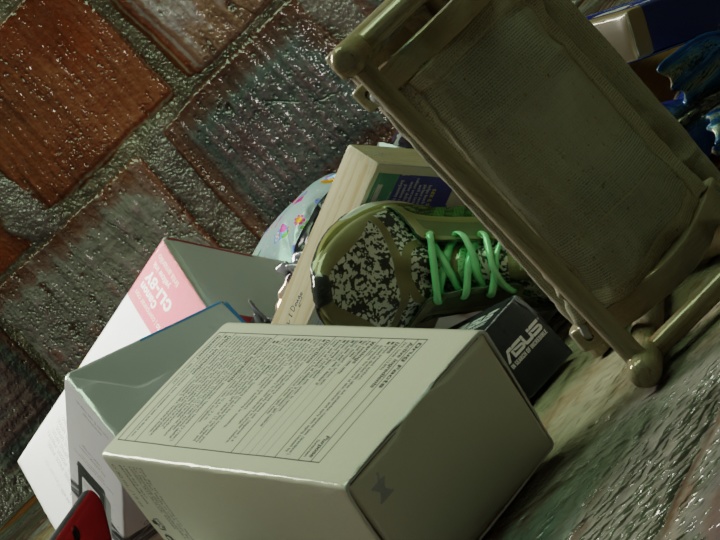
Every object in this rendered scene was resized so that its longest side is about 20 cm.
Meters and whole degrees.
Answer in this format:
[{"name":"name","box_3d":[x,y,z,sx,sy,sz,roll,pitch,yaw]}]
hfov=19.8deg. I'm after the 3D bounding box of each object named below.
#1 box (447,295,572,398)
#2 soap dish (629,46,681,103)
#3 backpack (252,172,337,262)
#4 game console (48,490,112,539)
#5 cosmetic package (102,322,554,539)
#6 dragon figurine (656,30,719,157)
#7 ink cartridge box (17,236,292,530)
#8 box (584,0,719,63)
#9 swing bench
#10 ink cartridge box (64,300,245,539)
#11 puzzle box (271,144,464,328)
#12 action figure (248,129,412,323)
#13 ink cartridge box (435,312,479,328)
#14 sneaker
[{"name":"box","box_3d":[0.011,0.099,1.111,0.160,0.044,0.200,-46,5,-23]},{"name":"soap dish","box_3d":[0.150,-0.076,1.288,0.157,0.081,0.200,-39,7,40]},{"name":"backpack","box_3d":[-0.030,-0.004,1.889,0.167,0.127,0.200,-50,4,-30]},{"name":"game console","box_3d":[-0.176,0.231,1.051,0.172,0.119,0.200,-42,4,10]},{"name":"cosmetic package","box_3d":[-0.019,0.083,0.954,0.105,0.071,0.200,-46,26,-27]},{"name":"dragon figurine","box_3d":[0.185,-0.088,1.101,0.200,0.059,0.099,-31,-14,-32]},{"name":"ink cartridge box","box_3d":[-0.111,0.088,1.357,0.145,0.083,0.200,11,-58,-46]},{"name":"box","box_3d":[0.188,-0.148,1.189,0.200,0.032,0.121,-20,6,-33]},{"name":"swing bench","box_3d":[0.092,-0.066,0.960,0.130,0.199,0.200,-43,4,-1]},{"name":"ink cartridge box","box_3d":[-0.112,0.129,1.262,0.116,0.068,0.200,-26,-39,-27]},{"name":"puzzle box","box_3d":[0.002,0.021,1.208,0.133,0.025,0.200,1,-61,-53]},{"name":"action figure","box_3d":[0.000,0.000,1.273,0.200,0.069,0.130,-61,-24,-16]},{"name":"ink cartridge box","box_3d":[0.066,-0.005,1.439,0.116,0.067,0.200,-40,5,35]},{"name":"sneaker","box_3d":[0.064,-0.008,1.120,0.200,0.077,0.089,-10,2,-35]}]
